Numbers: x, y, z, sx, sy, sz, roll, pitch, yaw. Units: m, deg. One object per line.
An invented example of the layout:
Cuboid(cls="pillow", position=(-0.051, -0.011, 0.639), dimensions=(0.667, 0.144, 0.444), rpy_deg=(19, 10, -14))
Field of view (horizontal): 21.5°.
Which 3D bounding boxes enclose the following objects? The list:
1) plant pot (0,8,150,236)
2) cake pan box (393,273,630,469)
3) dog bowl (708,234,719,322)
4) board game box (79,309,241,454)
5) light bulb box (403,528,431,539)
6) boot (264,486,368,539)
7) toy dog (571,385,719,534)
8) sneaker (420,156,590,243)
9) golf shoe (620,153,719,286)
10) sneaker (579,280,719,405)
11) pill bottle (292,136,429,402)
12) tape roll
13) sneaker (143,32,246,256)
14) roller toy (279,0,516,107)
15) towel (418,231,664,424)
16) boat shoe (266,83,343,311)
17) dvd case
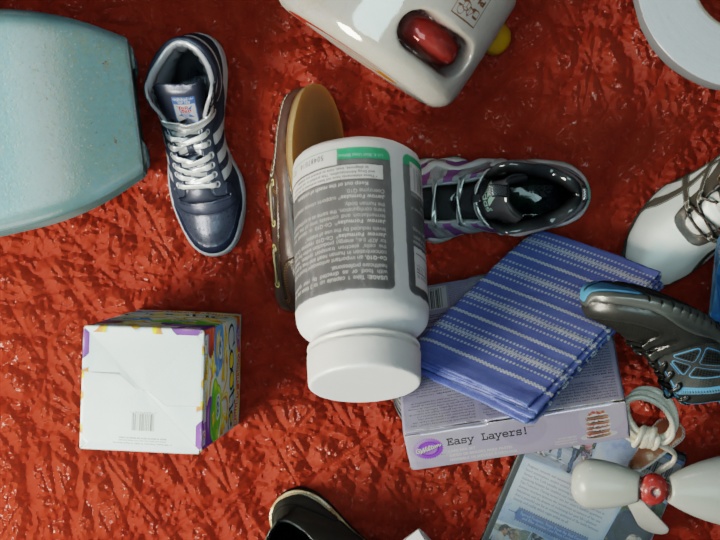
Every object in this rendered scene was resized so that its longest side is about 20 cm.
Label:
Cuboid(cls="plant pot", position=(-0.288, -0.130, 1.647), dimensions=(0.198, 0.196, 0.198), rpy_deg=(-8, 92, -5))
Cuboid(cls="cake pan box", position=(0.122, 0.079, 1.628), dimensions=(0.198, 0.185, 0.053), rpy_deg=(-10, 128, 3))
Cuboid(cls="dog bowl", position=(0.351, 0.030, 1.626), dimensions=(0.110, 0.050, 0.202), rpy_deg=(-2, 124, -1))
Cuboid(cls="board game box", position=(-0.168, 0.092, 1.633), dimensions=(0.104, 0.200, 0.104), rpy_deg=(2, 92, 5))
Cuboid(cls="light bulb box", position=(0.042, 0.365, 1.620), dimensions=(0.198, 0.125, 0.200), rpy_deg=(-37, 128, 4))
Cuboid(cls="boot", position=(-0.004, 0.277, 1.660), dimensions=(0.199, 0.138, 0.078), rpy_deg=(33, 94, 2))
Cuboid(cls="toy dog", position=(0.289, 0.181, 1.655), dimensions=(0.198, 0.096, 0.133), rpy_deg=(25, 102, 0))
Cuboid(cls="sneaker", position=(0.102, -0.065, 1.637), dimensions=(0.198, 0.140, 0.079), rpy_deg=(-8, 92, 4))
Cuboid(cls="golf shoe", position=(0.307, -0.059, 1.647), dimensions=(0.200, 0.094, 0.078), rpy_deg=(-43, 90, 6))
Cuboid(cls="sneaker", position=(0.263, 0.068, 1.561), dimensions=(0.198, 0.073, 0.083), rpy_deg=(22, 95, -16))
Cuboid(cls="pill bottle", position=(0.000, 0.000, 1.583), dimensions=(0.112, 0.113, 0.202), rpy_deg=(-3, 68, 4))
Cuboid(cls="tape roll", position=(0.336, -0.257, 1.650), dimensions=(0.198, 0.066, 0.203), rpy_deg=(0, 93, 5))
Cuboid(cls="sneaker", position=(-0.146, -0.111, 1.670), dimensions=(0.069, 0.108, 0.202), rpy_deg=(-5, 92, 5))
Cuboid(cls="roller toy", position=(0.036, -0.239, 1.614), dimensions=(0.199, 0.182, 0.140), rpy_deg=(34, 93, 3))
Cuboid(cls="towel", position=(0.148, 0.044, 1.611), dimensions=(0.144, 0.024, 0.200), rpy_deg=(22, 50, 36))
Cuboid(cls="boat shoe", position=(-0.055, -0.063, 1.687), dimensions=(0.070, 0.070, 0.202), rpy_deg=(-5, 84, 45))
Cuboid(cls="dvd case", position=(0.190, 0.229, 1.704), dimensions=(0.142, 0.018, 0.202), rpy_deg=(23, 95, 4))
